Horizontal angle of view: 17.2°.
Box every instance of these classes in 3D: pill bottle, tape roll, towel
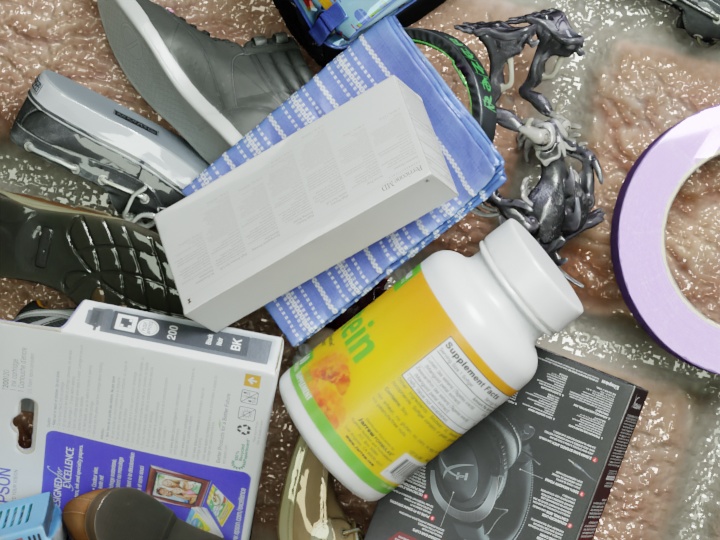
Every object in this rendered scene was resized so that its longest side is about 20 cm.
[{"bbox_3d":[0.051,0.057,1.642,0.200,0.111,0.111,-39,89,10],"label":"pill bottle"},{"bbox_3d":[0.284,-0.022,1.735,0.198,0.066,0.202,0,89,0],"label":"tape roll"},{"bbox_3d":[-0.012,-0.062,1.643,0.200,0.024,0.145,-39,78,13],"label":"towel"}]

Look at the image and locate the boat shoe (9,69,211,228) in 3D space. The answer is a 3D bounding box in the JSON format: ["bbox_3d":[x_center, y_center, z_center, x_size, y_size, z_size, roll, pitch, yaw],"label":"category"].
[{"bbox_3d":[-0.162,-0.068,1.736,0.198,0.074,0.068,28,105,-12],"label":"boat shoe"}]

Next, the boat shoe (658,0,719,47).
[{"bbox_3d":[0.249,-0.197,1.740,0.199,0.069,0.057,31,98,7],"label":"boat shoe"}]

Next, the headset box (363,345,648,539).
[{"bbox_3d":[0.101,0.152,1.715,0.148,0.077,0.202,20,91,16],"label":"headset box"}]

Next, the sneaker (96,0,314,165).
[{"bbox_3d":[-0.106,-0.154,1.747,0.099,0.071,0.200,-34,71,-25],"label":"sneaker"}]

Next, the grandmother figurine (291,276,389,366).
[{"bbox_3d":[0.000,0.000,1.746,0.121,0.060,0.202,20,93,29],"label":"grandmother figurine"}]

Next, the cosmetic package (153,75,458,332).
[{"bbox_3d":[-0.038,-0.043,1.609,0.199,0.051,0.083,-29,60,17],"label":"cosmetic package"}]

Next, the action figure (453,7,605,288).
[{"bbox_3d":[0.117,-0.084,1.712,0.118,0.102,0.202,-18,110,-38],"label":"action figure"}]

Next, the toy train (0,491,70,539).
[{"bbox_3d":[-0.247,0.262,1.713,0.113,0.087,0.202,-14,105,4],"label":"toy train"}]

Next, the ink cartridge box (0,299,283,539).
[{"bbox_3d":[-0.164,0.112,1.695,0.198,0.044,0.199,11,131,-1],"label":"ink cartridge box"}]

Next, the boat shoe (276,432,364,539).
[{"bbox_3d":[-0.025,0.204,1.734,0.064,0.071,0.202,5,99,9],"label":"boat shoe"}]

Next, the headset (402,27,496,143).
[{"bbox_3d":[0.003,-0.087,1.675,0.200,0.094,0.124,-38,72,28],"label":"headset"}]

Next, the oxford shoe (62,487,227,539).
[{"bbox_3d":[-0.135,0.217,1.724,0.200,0.071,0.072,45,63,-29],"label":"oxford shoe"}]

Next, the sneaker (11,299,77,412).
[{"bbox_3d":[-0.168,0.062,1.736,0.198,0.078,0.079,9,134,-3],"label":"sneaker"}]

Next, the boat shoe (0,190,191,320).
[{"bbox_3d":[-0.197,-0.014,1.730,0.199,0.074,0.076,21,102,11],"label":"boat shoe"}]

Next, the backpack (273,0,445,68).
[{"bbox_3d":[-0.008,-0.271,1.707,0.182,0.135,0.201,-32,85,-2],"label":"backpack"}]
